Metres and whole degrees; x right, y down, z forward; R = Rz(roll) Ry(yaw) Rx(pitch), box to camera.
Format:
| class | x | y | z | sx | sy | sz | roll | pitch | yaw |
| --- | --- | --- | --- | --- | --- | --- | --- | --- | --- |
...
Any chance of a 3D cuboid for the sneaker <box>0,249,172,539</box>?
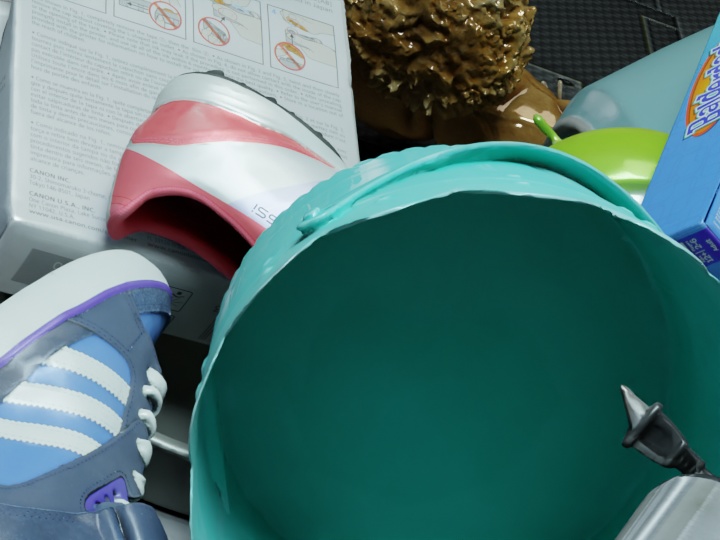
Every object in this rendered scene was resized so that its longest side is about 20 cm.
| class | x | y | z | sx | sy | sz | roll | pitch | yaw |
| --- | --- | --- | --- | --- | --- | --- | --- | --- | --- |
| sneaker | -0.092 | 0.085 | 0.707 | 0.146 | 0.081 | 0.200 | 47 | 32 | 7 |

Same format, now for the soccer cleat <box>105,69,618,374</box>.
| class | x | y | z | sx | sy | sz | roll | pitch | yaw |
| --- | --- | --- | --- | --- | --- | --- | --- | --- | --- |
| soccer cleat | 0.000 | 0.000 | 0.789 | 0.200 | 0.068 | 0.073 | 29 | 58 | 0 |

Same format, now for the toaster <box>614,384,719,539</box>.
| class | x | y | z | sx | sy | sz | roll | pitch | yaw |
| --- | --- | --- | --- | --- | --- | --- | --- | --- | --- |
| toaster | 0.107 | 0.170 | 0.578 | 0.200 | 0.181 | 0.119 | 30 | 27 | 15 |

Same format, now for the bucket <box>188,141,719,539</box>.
| class | x | y | z | sx | sy | sz | roll | pitch | yaw |
| --- | --- | --- | --- | --- | --- | --- | --- | --- | --- |
| bucket | 0.038 | 0.055 | 0.706 | 0.207 | 0.207 | 0.135 | 17 | 13 | -9 |

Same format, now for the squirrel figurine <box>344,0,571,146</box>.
| class | x | y | z | sx | sy | sz | roll | pitch | yaw |
| --- | --- | --- | --- | --- | --- | --- | --- | --- | --- |
| squirrel figurine | 0.041 | -0.110 | 1.130 | 0.187 | 0.142 | 0.200 | 48 | -2 | 11 |

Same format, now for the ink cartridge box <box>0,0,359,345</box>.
| class | x | y | z | sx | sy | sz | roll | pitch | yaw |
| --- | --- | --- | --- | --- | --- | --- | --- | --- | --- |
| ink cartridge box | -0.078 | -0.064 | 0.873 | 0.161 | 0.050 | 0.200 | 16 | 46 | -26 |

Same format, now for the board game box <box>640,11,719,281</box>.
| class | x | y | z | sx | sy | sz | roll | pitch | yaw |
| --- | --- | --- | --- | --- | --- | --- | --- | --- | --- |
| board game box | 0.193 | -0.024 | 0.868 | 0.152 | 0.045 | 0.200 | 48 | 44 | -19 |

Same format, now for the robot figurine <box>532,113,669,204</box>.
| class | x | y | z | sx | sy | sz | roll | pitch | yaw |
| --- | --- | --- | --- | --- | --- | --- | --- | --- | --- |
| robot figurine | 0.113 | 0.029 | 0.883 | 0.175 | 0.116 | 0.200 | 10 | 64 | -27 |

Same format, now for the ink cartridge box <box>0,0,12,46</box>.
| class | x | y | z | sx | sy | sz | roll | pitch | yaw |
| --- | --- | --- | --- | --- | --- | --- | --- | --- | --- |
| ink cartridge box | -0.155 | -0.081 | 0.945 | 0.200 | 0.084 | 0.146 | 6 | 10 | -32 |

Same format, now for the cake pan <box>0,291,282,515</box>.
| class | x | y | z | sx | sy | sz | roll | pitch | yaw |
| --- | --- | --- | --- | --- | --- | --- | --- | --- | --- |
| cake pan | -0.062 | 0.041 | 0.874 | 0.200 | 0.037 | 0.200 | 18 | 25 | -9 |

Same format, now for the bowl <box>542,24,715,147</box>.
| class | x | y | z | sx | sy | sz | roll | pitch | yaw |
| --- | --- | --- | --- | --- | --- | --- | --- | --- | --- |
| bowl | 0.153 | -0.022 | 1.030 | 0.105 | 0.201 | 0.201 | -8 | 33 | -15 |
